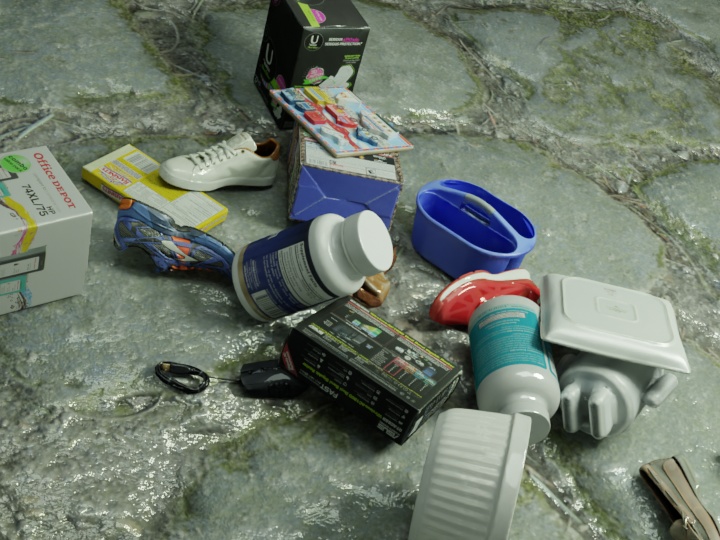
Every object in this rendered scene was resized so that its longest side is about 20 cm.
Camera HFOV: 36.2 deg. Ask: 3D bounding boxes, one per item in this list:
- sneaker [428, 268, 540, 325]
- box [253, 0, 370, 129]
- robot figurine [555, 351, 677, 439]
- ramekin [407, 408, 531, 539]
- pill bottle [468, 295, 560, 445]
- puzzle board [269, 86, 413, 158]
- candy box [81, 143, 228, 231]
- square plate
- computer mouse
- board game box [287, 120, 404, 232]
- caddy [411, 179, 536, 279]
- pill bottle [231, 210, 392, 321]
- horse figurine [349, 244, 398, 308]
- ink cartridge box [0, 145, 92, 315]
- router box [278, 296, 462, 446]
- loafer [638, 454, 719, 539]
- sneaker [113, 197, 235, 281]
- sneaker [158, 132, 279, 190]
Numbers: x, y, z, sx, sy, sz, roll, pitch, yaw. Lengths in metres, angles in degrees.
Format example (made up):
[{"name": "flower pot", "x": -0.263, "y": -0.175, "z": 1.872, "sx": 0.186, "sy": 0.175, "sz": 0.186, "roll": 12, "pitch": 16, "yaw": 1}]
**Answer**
[{"name": "sneaker", "x": 0.202, "y": 0.061, "z": 1.586, "sx": 0.199, "sy": 0.079, "sz": 0.116, "roll": -16, "pitch": 50, "yaw": -33}, {"name": "box", "x": -0.086, "y": -0.362, "z": 1.855, "sx": 0.124, "sy": 0.201, "sz": 0.149, "roll": -5, "pitch": 46, "yaw": -27}, {"name": "robot figurine", "x": 0.343, "y": 0.150, "z": 1.510, "sx": 0.169, "sy": 0.114, "sz": 0.200, "roll": 13, "pitch": 33, "yaw": 34}, {"name": "ramekin", "x": 0.121, "y": 0.251, "z": 1.251, "sx": 0.104, "sy": 0.201, "sz": 0.201, "roll": 14, "pitch": 39, "yaw": 8}, {"name": "pill bottle", "x": 0.206, "y": 0.136, "z": 1.474, "sx": 0.110, "sy": 0.111, "sz": 0.201, "roll": 11, "pitch": 40, "yaw": -10}, {"name": "puzzle board", "x": -0.030, "y": -0.239, "z": 1.722, "sx": 0.150, "sy": 0.017, "sz": 0.200, "roll": -11, "pitch": 42, "yaw": -35}, {"name": "candy box", "x": -0.303, "y": -0.114, "z": 1.623, "sx": 0.200, "sy": 0.026, "sz": 0.102, "roll": 33, "pitch": 42, "yaw": 17}, {"name": "square plate", "x": 0.345, "y": 0.063, "z": 1.508, "sx": 0.199, "sy": 0.029, "sz": 0.198, "roll": 13, "pitch": 26, "yaw": 2}, {"name": "computer mouse", "x": -0.160, "y": 0.130, "z": 1.398, "sx": 0.199, "sy": 0.034, "sz": 0.059, "roll": 4, "pitch": 43, "yaw": -16}, {"name": "board game box", "x": -0.028, "y": -0.158, "z": 1.707, "sx": 0.159, "sy": 0.097, "sz": 0.200, "roll": 10, "pitch": 33, "yaw": -10}, {"name": "caddy", "x": 0.172, "y": -0.066, "z": 1.686, "sx": 0.200, "sy": 0.105, "sz": 0.141, "roll": 34, "pitch": 44, "yaw": 23}, {"name": "pill bottle", "x": -0.061, "y": -0.010, "z": 1.454, "sx": 0.111, "sy": 0.199, "sz": 0.112, "roll": 38, "pitch": 43, "yaw": -45}, {"name": "horse figurine", "x": 0.000, "y": 0.000, "z": 1.582, "sx": 0.132, "sy": 0.050, "sz": 0.200, "roll": 30, "pitch": 25, "yaw": -22}, {"name": "ink cartridge box", "x": -0.463, "y": -0.044, "z": 1.387, "sx": 0.199, "sy": 0.146, "sz": 0.147, "roll": -17, "pitch": 52, "yaw": -36}, {"name": "router box", "x": 0.014, "y": 0.124, "z": 1.426, "sx": 0.200, "sy": 0.062, "sz": 0.150, "roll": 33, "pitch": 27, "yaw": 15}, {"name": "loafer", "x": 0.409, "y": 0.319, "z": 1.391, "sx": 0.062, "sy": 0.072, "sz": 0.200, "roll": -6, "pitch": 37, "yaw": -3}, {"name": "sneaker", "x": -0.251, "y": -0.027, "z": 1.520, "sx": 0.199, "sy": 0.079, "sz": 0.075, "roll": 26, "pitch": -2, "yaw": -10}, {"name": "sneaker", "x": -0.211, "y": -0.173, "z": 1.665, "sx": 0.199, "sy": 0.085, "sz": 0.073, "roll": -9, "pitch": 41, "yaw": -39}]
